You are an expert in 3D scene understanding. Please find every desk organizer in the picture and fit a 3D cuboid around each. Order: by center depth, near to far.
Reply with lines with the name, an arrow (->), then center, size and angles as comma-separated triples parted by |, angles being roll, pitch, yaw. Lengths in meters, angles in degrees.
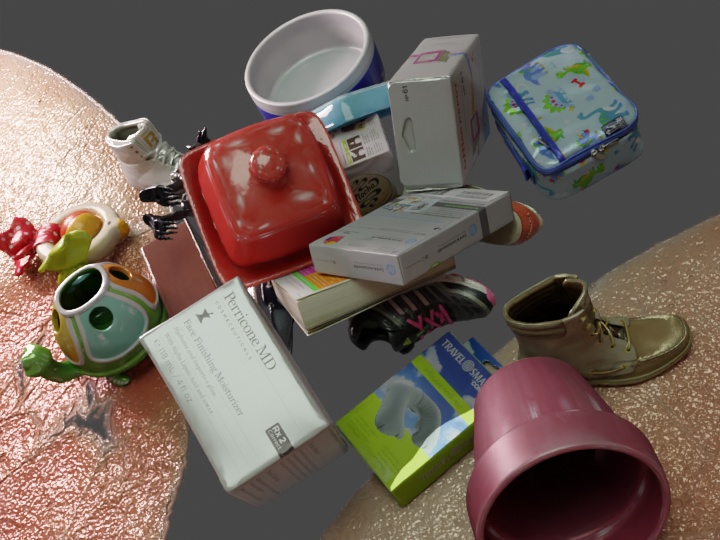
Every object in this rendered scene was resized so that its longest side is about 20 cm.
desk organizer -> -0.222, 0.031, 1.505 | 0.077, 0.072, 0.201 | -31, 50, 0

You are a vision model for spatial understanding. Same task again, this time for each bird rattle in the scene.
bird rattle -> -0.426, -0.037, 1.643 | 0.163, 0.113, 0.199 | -40, 37, -25

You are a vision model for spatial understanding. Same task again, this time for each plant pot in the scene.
plant pot -> 0.196, 0.193, 1.154 | 0.198, 0.201, 0.180 | -20, 34, 6

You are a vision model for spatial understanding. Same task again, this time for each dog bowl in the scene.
dog bowl -> -0.066, -0.291, 1.668 | 0.198, 0.079, 0.201 | -14, 48, 16

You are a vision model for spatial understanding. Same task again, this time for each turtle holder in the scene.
turtle holder -> -0.354, 0.066, 1.488 | 0.184, 0.132, 0.142 | -18, 52, 11

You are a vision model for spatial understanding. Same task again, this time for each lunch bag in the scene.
lunch bag -> 0.265, -0.197, 1.477 | 0.160, 0.083, 0.201 | -28, 49, 3

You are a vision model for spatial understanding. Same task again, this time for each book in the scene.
book -> 0.000, 0.000, 1.376 | 0.198, 0.048, 0.134 | -23, 22, -12

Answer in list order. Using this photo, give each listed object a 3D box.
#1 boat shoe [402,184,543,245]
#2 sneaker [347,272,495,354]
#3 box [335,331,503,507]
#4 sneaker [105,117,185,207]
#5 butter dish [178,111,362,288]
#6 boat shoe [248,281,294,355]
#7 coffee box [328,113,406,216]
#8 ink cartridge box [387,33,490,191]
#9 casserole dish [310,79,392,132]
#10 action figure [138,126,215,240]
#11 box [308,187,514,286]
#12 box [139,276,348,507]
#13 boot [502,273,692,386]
boat shoe -> 0.141, -0.077, 1.448 | 0.199, 0.072, 0.062 | 18, 23, 40
sneaker -> 0.068, 0.059, 1.370 | 0.198, 0.074, 0.088 | -4, 55, 23
box -> 0.085, 0.162, 1.301 | 0.200, 0.048, 0.122 | -39, 51, -8
sneaker -> -0.286, -0.160, 1.643 | 0.198, 0.116, 0.074 | 13, 58, 27
butter dish -> -0.109, -0.107, 1.368 | 0.198, 0.148, 0.201 | -20, 75, -9
boat shoe -> -0.098, 0.033, 1.449 | 0.092, 0.075, 0.201 | -27, 49, 10
coffee box -> -0.046, -0.114, 1.515 | 0.198, 0.113, 0.080 | -21, 49, 5
ink cartridge box -> 0.106, -0.207, 1.455 | 0.084, 0.146, 0.200 | -1, 26, 19
casserole dish -> 0.006, -0.226, 1.549 | 0.199, 0.039, 0.121 | -25, 4, -39
action figure -> -0.213, -0.113, 1.516 | 0.101, 0.120, 0.200 | 17, 34, 16
box -> 0.062, -0.046, 1.341 | 0.199, 0.042, 0.155 | -29, 24, -37
box -> -0.125, 0.142, 1.264 | 0.130, 0.200, 0.200 | -33, 73, -5
boot -> 0.262, 0.062, 1.235 | 0.198, 0.155, 0.073 | -14, 50, 10
